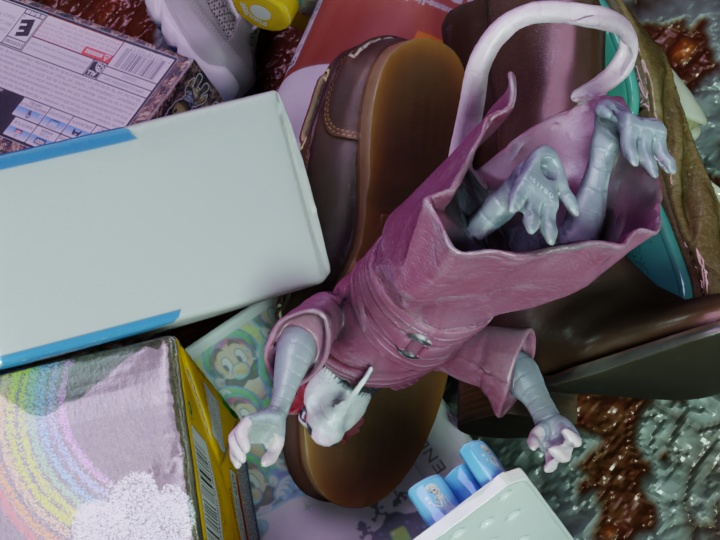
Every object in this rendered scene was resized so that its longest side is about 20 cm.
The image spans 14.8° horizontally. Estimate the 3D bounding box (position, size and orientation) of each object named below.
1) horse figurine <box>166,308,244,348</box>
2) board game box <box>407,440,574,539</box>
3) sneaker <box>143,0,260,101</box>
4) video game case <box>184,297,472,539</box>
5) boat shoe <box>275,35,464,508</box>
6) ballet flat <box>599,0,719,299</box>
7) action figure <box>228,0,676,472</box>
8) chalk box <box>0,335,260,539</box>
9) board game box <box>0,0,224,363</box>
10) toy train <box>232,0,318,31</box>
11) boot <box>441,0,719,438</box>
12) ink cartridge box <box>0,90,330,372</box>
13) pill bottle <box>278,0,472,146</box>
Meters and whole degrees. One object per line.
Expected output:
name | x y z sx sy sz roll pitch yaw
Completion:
horse figurine | -0.059 0.087 1.245 0.133 0.050 0.200 -18 56 14
board game box | -0.003 0.156 1.061 0.200 0.200 0.026 -37 65 0
sneaker | -0.066 -0.171 1.422 0.082 0.075 0.200 -20 49 17
video game case | -0.044 0.115 1.183 0.200 0.024 0.182 -34 67 -6
boat shoe | 0.000 0.000 1.176 0.070 0.070 0.200 1 77 56
ballet flat | 0.128 -0.045 1.213 0.068 0.072 0.200 -44 51 34
action figure | 0.020 0.002 1.061 0.200 0.134 0.149 -43 46 45
chalk box | -0.147 0.119 1.119 0.200 0.124 0.124 -13 70 7
board game box | -0.170 -0.020 1.353 0.159 0.097 0.200 22 70 38
toy train | -0.022 -0.188 1.343 0.056 0.200 0.150 17 102 16
boot | 0.097 -0.043 1.137 0.186 0.064 0.200 -17 66 48
ink cartridge box | -0.121 -0.007 1.164 0.146 0.086 0.200 -15 1 -23
pill bottle | 0.026 -0.090 1.288 0.112 0.112 0.200 5 60 31
